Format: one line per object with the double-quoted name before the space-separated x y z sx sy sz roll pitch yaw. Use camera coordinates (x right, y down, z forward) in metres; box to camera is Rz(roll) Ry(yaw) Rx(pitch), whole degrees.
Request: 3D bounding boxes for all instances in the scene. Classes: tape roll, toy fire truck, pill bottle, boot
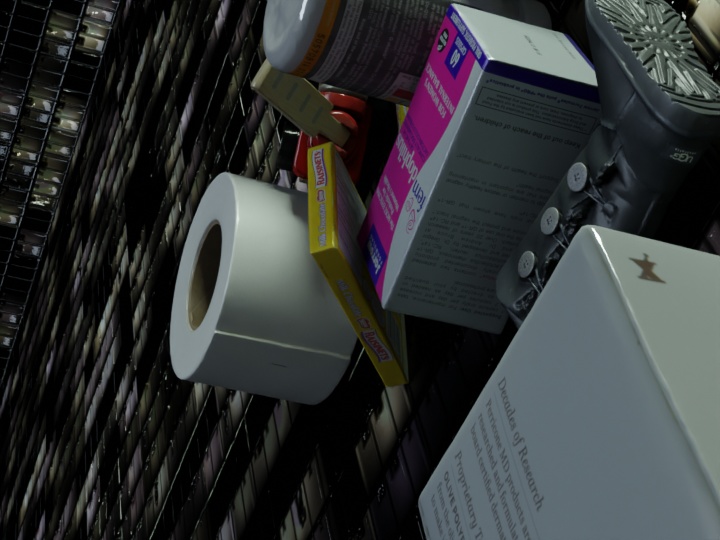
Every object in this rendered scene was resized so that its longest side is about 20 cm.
"tape roll" -0.090 0.019 1.354 0.202 0.138 0.205 -167 90 -69
"toy fire truck" -0.028 -0.173 1.247 0.200 0.127 0.178 150 132 -84
"pill bottle" 0.035 -0.182 1.050 0.116 0.198 0.118 -167 90 -70
"boot" 0.146 -0.063 0.894 0.166 0.065 0.201 -100 25 -50

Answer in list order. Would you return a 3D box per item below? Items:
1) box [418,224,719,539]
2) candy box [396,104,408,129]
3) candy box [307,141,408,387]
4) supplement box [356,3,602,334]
"box" 0.157 0.121 0.548 0.201 0.197 0.172 -105 34 -49
"candy box" 0.047 -0.118 1.164 0.103 0.026 0.202 86 180 -52
"candy box" 0.000 0.000 1.116 0.201 0.026 0.103 62 -162 -51
"supplement box" 0.083 -0.070 1.001 0.102 0.102 0.202 -112 38 -56
